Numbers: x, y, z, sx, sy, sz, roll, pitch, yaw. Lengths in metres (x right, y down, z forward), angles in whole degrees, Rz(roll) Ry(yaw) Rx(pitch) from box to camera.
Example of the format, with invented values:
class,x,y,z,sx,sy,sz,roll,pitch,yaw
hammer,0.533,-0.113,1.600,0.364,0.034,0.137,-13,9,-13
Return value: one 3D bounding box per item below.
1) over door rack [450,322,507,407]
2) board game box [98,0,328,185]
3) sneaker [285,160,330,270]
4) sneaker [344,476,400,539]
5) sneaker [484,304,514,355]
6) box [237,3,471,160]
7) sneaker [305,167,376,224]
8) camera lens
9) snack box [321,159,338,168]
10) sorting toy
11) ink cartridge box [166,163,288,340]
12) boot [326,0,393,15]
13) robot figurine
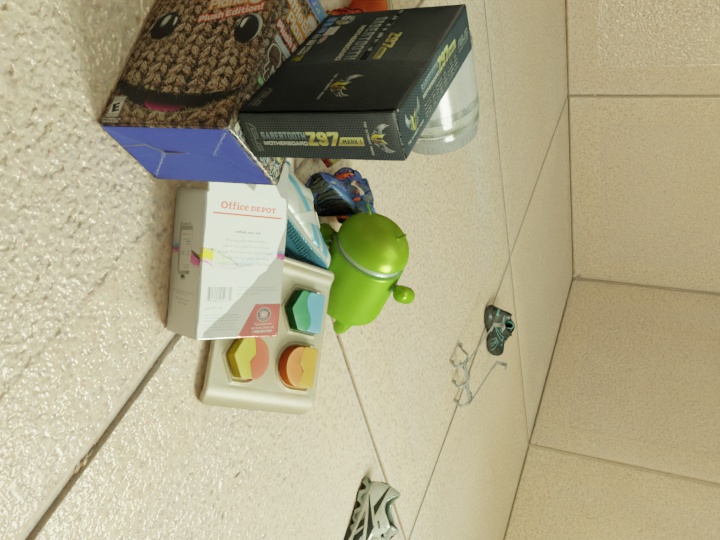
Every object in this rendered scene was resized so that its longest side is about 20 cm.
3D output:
class,x,y,z,sx,sy,sz,roll,pitch,yaw
over door rack,0.307,0.245,1.875,0.199,0.066,0.150,-35,130,-32
board game box,-0.140,-0.200,0.716,0.097,0.157,0.203,51,50,-56
sneaker,-0.085,-0.064,0.968,0.201,0.075,0.082,64,35,-54
sneaker,0.023,0.497,1.322,0.074,0.087,0.203,45,57,-61
sneaker,0.416,0.188,2.105,0.202,0.078,0.076,72,34,-44
box,0.002,-0.178,0.656,0.201,0.155,0.052,-60,145,-39
sneaker,-0.033,-0.122,1.088,0.200,0.074,0.080,19,67,-71
camera lens,0.128,-0.330,1.261,0.161,0.157,0.202,-59,146,-41
snack box,0.023,-0.250,1.073,0.053,0.141,0.201,49,43,-15
sorting toy,-0.111,0.083,0.926,0.184,0.036,0.204,18,80,-45
ink cartridge box,-0.149,-0.028,0.808,0.115,0.067,0.204,2,95,-45
boot,-0.011,-0.370,1.061,0.107,0.074,0.203,46,55,-53
robot figurine,0.000,0.000,1.068,0.115,0.175,0.202,-32,156,-52
